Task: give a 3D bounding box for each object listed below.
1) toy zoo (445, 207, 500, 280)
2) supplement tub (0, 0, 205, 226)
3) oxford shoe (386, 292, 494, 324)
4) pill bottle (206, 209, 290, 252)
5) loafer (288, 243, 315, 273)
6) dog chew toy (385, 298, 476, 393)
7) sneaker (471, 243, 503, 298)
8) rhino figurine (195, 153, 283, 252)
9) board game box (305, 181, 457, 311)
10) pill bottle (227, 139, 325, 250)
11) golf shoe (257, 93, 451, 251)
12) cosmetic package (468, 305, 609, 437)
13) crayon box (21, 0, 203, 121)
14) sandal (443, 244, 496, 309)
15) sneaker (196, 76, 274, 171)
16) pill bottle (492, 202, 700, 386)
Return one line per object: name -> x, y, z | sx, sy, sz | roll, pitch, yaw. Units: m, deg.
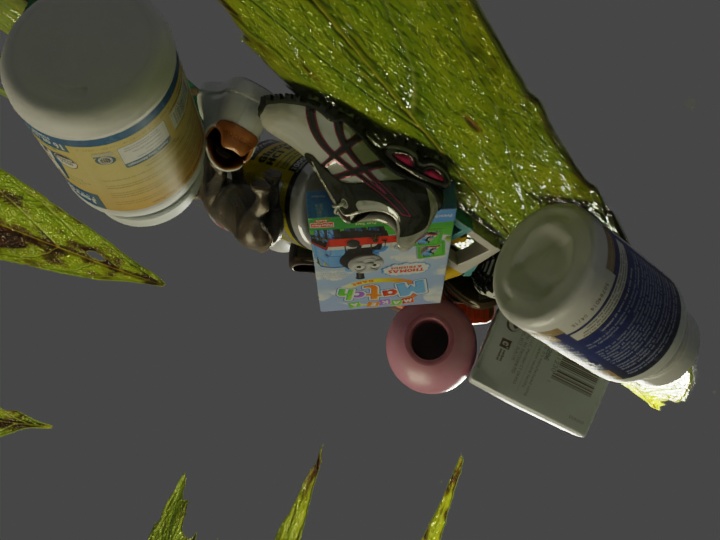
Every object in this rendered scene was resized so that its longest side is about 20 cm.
toy zoo -> 0.073, -0.030, 0.848 | 0.129, 0.021, 0.198 | -26, 144, 31
supplement tub -> -0.222, -0.140, 0.678 | 0.142, 0.147, 0.201 | 24, 159, 9
oxford shoe -> 0.113, 0.041, 1.102 | 0.196, 0.073, 0.073 | 15, 162, -26
pill bottle -> -0.128, -0.095, 1.088 | 0.197, 0.122, 0.119 | 22, 175, 38
loafer -> 0.000, 0.000, 0.953 | 0.195, 0.064, 0.072 | 18, 147, -5
dog chew toy -> 0.101, 0.112, 1.021 | 0.122, 0.127, 0.200 | 24, 170, 14
sneaker -> 0.200, 0.015, 0.856 | 0.089, 0.068, 0.199 | 28, 173, -17
rhino figurine -> -0.149, -0.087, 0.836 | 0.059, 0.090, 0.199 | -15, -147, -35
board game box -> 0.022, -0.019, 0.799 | 0.147, 0.037, 0.201 | -4, 151, -1
pill bottle -> -0.089, -0.097, 0.895 | 0.198, 0.115, 0.112 | 20, 174, 46
golf shoe -> -0.016, -0.096, 0.678 | 0.196, 0.090, 0.077 | 26, 177, 6
cosmetic package -> 0.253, 0.113, 1.017 | 0.163, 0.171, 0.200 | 24, 175, 12
crayon box -> -0.266, -0.221, 0.821 | 0.117, 0.059, 0.200 | 24, 175, 25
sandal -> 0.129, 0.013, 1.004 | 0.080, 0.056, 0.199 | -18, -155, -23
sneaker -> -0.150, -0.153, 0.794 | 0.072, 0.086, 0.199 | 24, 178, -20
pill bottle -> 0.219, 0.032, 0.658 | 0.198, 0.113, 0.110 | 29, 174, -33
